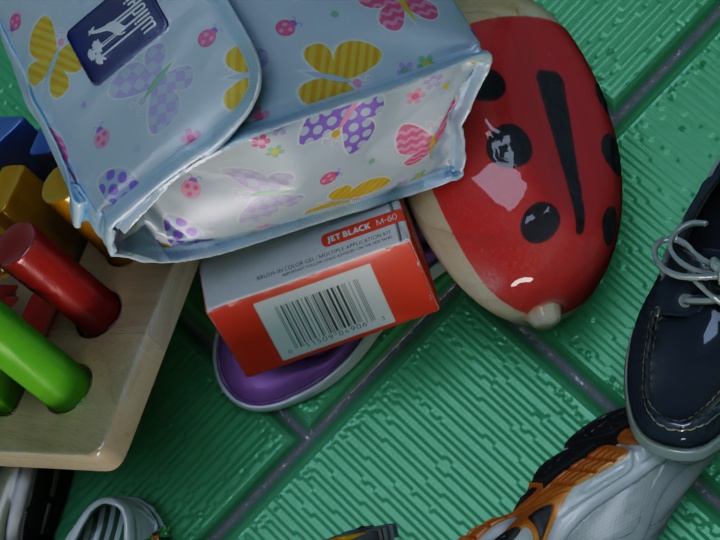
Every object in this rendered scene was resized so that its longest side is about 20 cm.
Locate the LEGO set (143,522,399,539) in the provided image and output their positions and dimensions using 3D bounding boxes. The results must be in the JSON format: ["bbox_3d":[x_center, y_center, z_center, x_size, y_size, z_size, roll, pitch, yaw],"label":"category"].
[{"bbox_3d":[-0.035,0.214,0.909,0.154,0.116,0.200,-22,83,24],"label":"LEGO set"}]

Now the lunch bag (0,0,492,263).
[{"bbox_3d":[-0.063,-0.107,0.857,0.200,0.127,0.170,-18,61,-16],"label":"lunch bag"}]

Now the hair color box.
[{"bbox_3d":[-0.037,-0.050,0.961,0.111,0.064,0.200,-20,46,4],"label":"hair color box"}]

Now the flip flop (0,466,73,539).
[{"bbox_3d":[-0.204,0.155,0.958,0.058,0.081,0.200,9,71,8],"label":"flip flop"}]

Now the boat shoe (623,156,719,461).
[{"bbox_3d":[0.186,0.005,0.907,0.075,0.062,0.200,21,57,18],"label":"boat shoe"}]

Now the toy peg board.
[{"bbox_3d":[-0.190,-0.011,0.913,0.200,0.098,0.199,-2,57,35],"label":"toy peg board"}]

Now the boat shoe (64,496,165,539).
[{"bbox_3d":[-0.157,0.213,0.938,0.073,0.067,0.200,7,75,13],"label":"boat shoe"}]

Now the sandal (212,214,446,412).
[{"bbox_3d":[-0.005,-0.005,0.985,0.203,0.050,0.082,-41,70,-3],"label":"sandal"}]

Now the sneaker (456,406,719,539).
[{"bbox_3d":[0.122,0.144,0.915,0.200,0.076,0.092,-37,100,-13],"label":"sneaker"}]

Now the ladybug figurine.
[{"bbox_3d":[0.085,-0.066,0.946,0.136,0.072,0.200,-1,68,-34],"label":"ladybug figurine"}]
